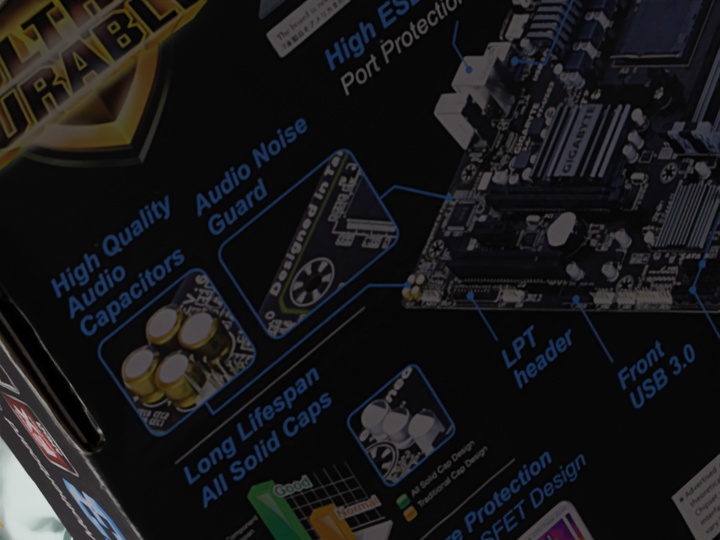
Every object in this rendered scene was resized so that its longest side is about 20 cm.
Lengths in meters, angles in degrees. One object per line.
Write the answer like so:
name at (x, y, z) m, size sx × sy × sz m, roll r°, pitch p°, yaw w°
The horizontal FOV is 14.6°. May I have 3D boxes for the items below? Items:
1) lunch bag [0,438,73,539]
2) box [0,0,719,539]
lunch bag at (-0.133, 0.068, 1.119) m, size 0.170 × 0.122 × 0.201 m, roll 38°, pitch 121°, yaw 32°
box at (0.040, -0.019, 0.416) m, size 0.199 × 0.200 × 0.050 m, roll 57°, pitch 163°, yaw -24°
